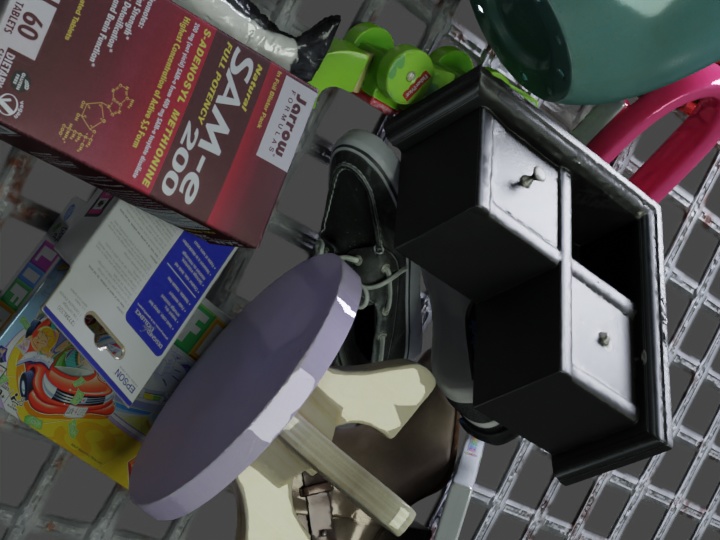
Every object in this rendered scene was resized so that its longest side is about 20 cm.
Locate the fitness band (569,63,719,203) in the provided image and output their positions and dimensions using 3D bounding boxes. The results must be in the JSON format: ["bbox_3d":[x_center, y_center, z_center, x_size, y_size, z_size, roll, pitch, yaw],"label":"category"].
[{"bbox_3d":[0.209,-0.085,1.132,0.143,0.038,0.200,1,140,-47],"label":"fitness band"}]

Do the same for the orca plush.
[{"bbox_3d":[-0.104,-0.184,0.875,0.199,0.105,0.071,15,59,-19],"label":"orca plush"}]

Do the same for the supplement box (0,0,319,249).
[{"bbox_3d":[-0.130,-0.099,0.832,0.200,0.061,0.109,27,80,-36],"label":"supplement box"}]

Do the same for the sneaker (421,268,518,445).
[{"bbox_3d":[0.092,0.039,1.093,0.112,0.073,0.201,64,26,-47],"label":"sneaker"}]

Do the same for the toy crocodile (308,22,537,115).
[{"bbox_3d":[0.044,-0.128,1.025,0.199,0.067,0.062,8,110,-39],"label":"toy crocodile"}]

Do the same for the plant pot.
[{"bbox_3d":[0.171,-0.209,1.014,0.161,0.201,0.201,-32,126,-14],"label":"plant pot"}]

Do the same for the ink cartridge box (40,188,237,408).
[{"bbox_3d":[-0.126,-0.022,0.910,0.095,0.037,0.200,56,51,-36],"label":"ink cartridge box"}]

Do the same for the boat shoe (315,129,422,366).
[{"bbox_3d":[-0.002,-0.001,1.037,0.068,0.073,0.200,-37,138,-39],"label":"boat shoe"}]

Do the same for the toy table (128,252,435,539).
[{"bbox_3d":[-0.043,0.103,0.943,0.200,0.184,0.117,-45,115,0],"label":"toy table"}]

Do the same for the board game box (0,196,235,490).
[{"bbox_3d":[-0.156,0.062,0.963,0.135,0.034,0.200,-54,132,-8],"label":"board game box"}]

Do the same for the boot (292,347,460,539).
[{"bbox_3d":[-0.007,0.146,1.102,0.146,0.070,0.201,13,80,-27],"label":"boot"}]

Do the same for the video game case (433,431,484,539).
[{"bbox_3d":[0.067,0.202,1.128,0.200,0.018,0.144,-46,152,-78],"label":"video game case"}]

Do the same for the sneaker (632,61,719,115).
[{"bbox_3d":[0.307,-0.150,1.217,0.199,0.085,0.077,-2,111,-38],"label":"sneaker"}]

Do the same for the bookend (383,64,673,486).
[{"bbox_3d":[0.109,0.006,0.967,0.200,0.092,0.199,33,47,-32],"label":"bookend"}]
